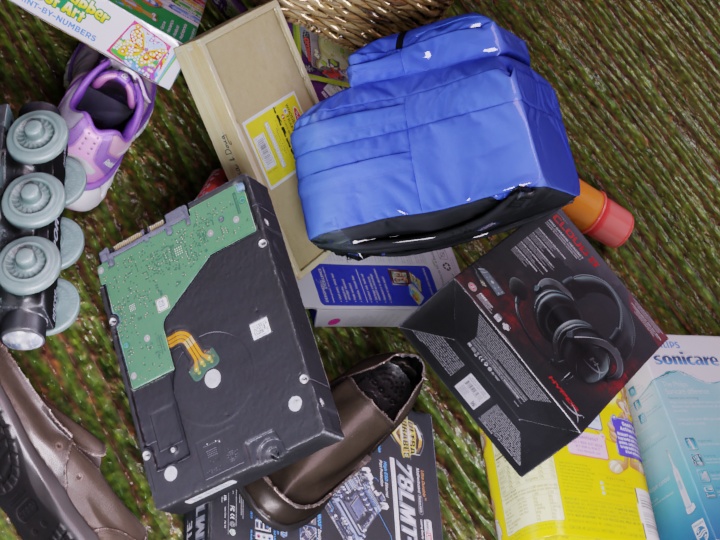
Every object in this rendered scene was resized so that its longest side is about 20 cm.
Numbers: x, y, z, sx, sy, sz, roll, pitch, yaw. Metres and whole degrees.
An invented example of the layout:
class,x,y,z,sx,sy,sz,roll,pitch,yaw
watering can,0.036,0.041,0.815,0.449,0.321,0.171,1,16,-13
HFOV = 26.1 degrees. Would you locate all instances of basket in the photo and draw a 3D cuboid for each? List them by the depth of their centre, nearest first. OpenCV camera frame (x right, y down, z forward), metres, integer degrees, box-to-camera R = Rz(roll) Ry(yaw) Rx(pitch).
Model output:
class,x,y,z,sx,sy,sz,roll,pitch,yaw
basket,-0.005,-0.288,1.291,0.199,0.149,0.143,25,56,-9

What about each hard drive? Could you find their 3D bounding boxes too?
class,x,y,z,sx,sy,sz,roll,pitch,yaw
hard drive,-0.102,0.051,1.082,0.038,0.139,0.201,29,37,-61

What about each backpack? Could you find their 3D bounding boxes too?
class,x,y,z,sx,sy,sz,roll,pitch,yaw
backpack,0.049,-0.096,1.198,0.162,0.199,0.169,15,60,-67

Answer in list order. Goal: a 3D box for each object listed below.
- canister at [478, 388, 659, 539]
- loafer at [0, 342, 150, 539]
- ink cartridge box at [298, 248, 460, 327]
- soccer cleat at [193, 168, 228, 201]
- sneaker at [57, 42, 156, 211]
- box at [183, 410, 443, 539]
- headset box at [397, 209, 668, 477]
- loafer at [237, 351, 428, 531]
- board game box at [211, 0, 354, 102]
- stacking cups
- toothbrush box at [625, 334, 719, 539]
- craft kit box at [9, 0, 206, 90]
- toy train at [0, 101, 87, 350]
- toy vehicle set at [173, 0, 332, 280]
class,x,y,z,sx,sy,sz,roll,pitch,yaw
canister,0.166,0.148,1.293,0.148,0.087,0.201,13,53,-30
loafer,-0.213,0.128,1.044,0.071,0.073,0.201,-30,88,-50
ink cartridge box,0.000,0.000,1.316,0.199,0.037,0.095,3,56,-38
soccer cleat,-0.129,-0.008,1.201,0.201,0.085,0.069,-87,162,-47
sneaker,-0.198,-0.140,1.236,0.080,0.089,0.201,27,43,-14
box,-0.032,0.177,1.150,0.197,0.050,0.201,18,49,-26
headset box,0.144,0.045,1.222,0.149,0.077,0.200,51,39,4
loafer,-0.018,0.110,1.126,0.073,0.071,0.200,44,42,2
board game box,-0.037,-0.202,1.335,0.120,0.032,0.200,-32,79,-30
stacking cups,0.177,-0.082,1.492,0.199,0.061,0.061,28,46,-17
toothbrush box,0.305,0.162,1.384,0.146,0.085,0.201,2,58,-34
craft kit box,-0.222,-0.239,1.265,0.197,0.049,0.200,26,21,-12
toy train,-0.258,-0.032,1.106,0.113,0.085,0.201,-4,60,3
toy vehicle set,-0.067,-0.103,1.232,0.124,0.026,0.201,-40,111,-55
